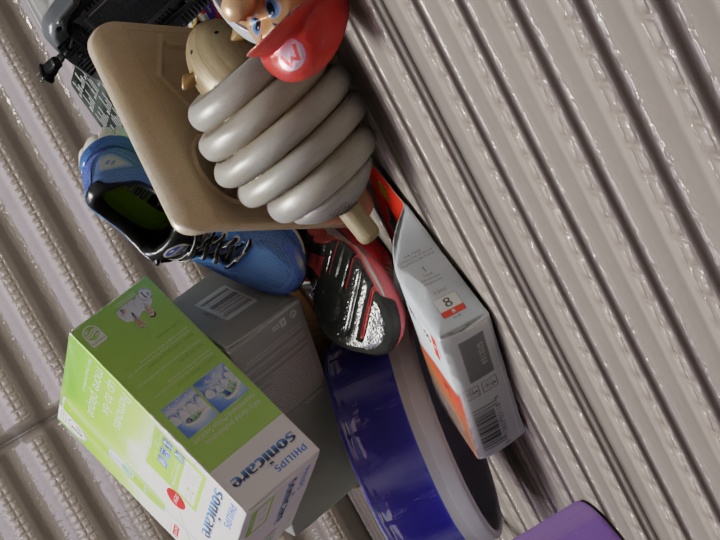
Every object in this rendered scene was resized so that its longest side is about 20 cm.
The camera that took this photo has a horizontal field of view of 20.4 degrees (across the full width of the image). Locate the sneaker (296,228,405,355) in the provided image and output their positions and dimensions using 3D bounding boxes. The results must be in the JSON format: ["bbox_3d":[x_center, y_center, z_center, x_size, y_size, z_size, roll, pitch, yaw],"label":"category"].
[{"bbox_3d":[0.000,0.000,1.591,0.200,0.086,0.074,48,127,50],"label":"sneaker"}]

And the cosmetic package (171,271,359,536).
[{"bbox_3d":[-0.083,0.107,1.644,0.107,0.090,0.201,20,135,46],"label":"cosmetic package"}]

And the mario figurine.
[{"bbox_3d":[-0.082,-0.211,1.304,0.201,0.106,0.124,61,171,13],"label":"mario figurine"}]

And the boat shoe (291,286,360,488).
[{"bbox_3d":[-0.038,0.091,1.748,0.201,0.072,0.072,62,-168,-11],"label":"boat shoe"}]

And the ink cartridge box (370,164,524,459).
[{"bbox_3d":[0.047,0.027,1.547,0.200,0.050,0.162,51,168,39],"label":"ink cartridge box"}]

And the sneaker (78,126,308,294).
[{"bbox_3d":[-0.132,-0.028,1.543,0.199,0.079,0.089,27,-148,-18],"label":"sneaker"}]

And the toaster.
[{"bbox_3d":[-0.201,-0.247,1.625,0.114,0.200,0.129,39,-169,-47],"label":"toaster"}]

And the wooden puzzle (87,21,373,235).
[{"bbox_3d":[-0.103,-0.104,1.541,0.046,0.199,0.186,-42,67,37],"label":"wooden puzzle"}]

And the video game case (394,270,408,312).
[{"bbox_3d":[0.015,0.013,1.825,0.200,0.023,0.182,54,170,38],"label":"video game case"}]

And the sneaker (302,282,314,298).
[{"bbox_3d":[-0.025,0.035,1.841,0.200,0.092,0.076,-10,105,57],"label":"sneaker"}]

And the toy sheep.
[{"bbox_3d":[-0.052,-0.101,1.449,0.200,0.138,0.138,45,175,-9],"label":"toy sheep"}]

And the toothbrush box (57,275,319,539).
[{"bbox_3d":[-0.139,0.127,1.574,0.200,0.086,0.146,43,150,13],"label":"toothbrush box"}]

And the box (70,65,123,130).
[{"bbox_3d":[-0.126,-0.124,1.681,0.200,0.192,0.048,49,127,55],"label":"box"}]

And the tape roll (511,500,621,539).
[{"bbox_3d":[0.185,0.272,1.478,0.201,0.065,0.200,59,173,11],"label":"tape roll"}]

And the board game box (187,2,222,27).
[{"bbox_3d":[-0.162,-0.283,1.799,0.152,0.046,0.200,62,173,-6],"label":"board game box"}]

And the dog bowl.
[{"bbox_3d":[0.045,0.140,1.660,0.200,0.078,0.201,-22,-90,-81],"label":"dog bowl"}]

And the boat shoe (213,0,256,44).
[{"bbox_3d":[-0.083,-0.222,1.430,0.057,0.068,0.200,68,177,-52],"label":"boat shoe"}]
